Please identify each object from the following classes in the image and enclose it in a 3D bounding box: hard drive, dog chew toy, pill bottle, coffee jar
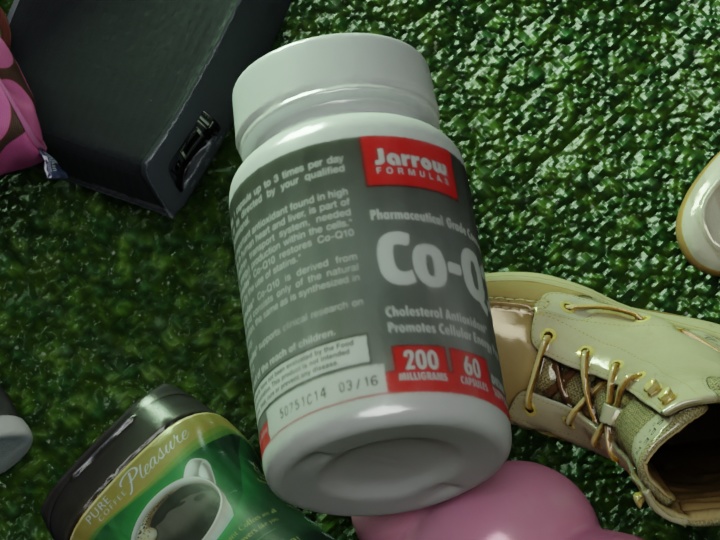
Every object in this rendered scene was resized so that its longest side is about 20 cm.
[{"bbox_3d":[-0.109,-0.138,1.519,0.134,0.042,0.201,19,73,19],"label":"hard drive"},{"bbox_3d":[0.073,0.147,1.404,0.124,0.125,0.200,-40,69,-11],"label":"dog chew toy"},{"bbox_3d":[0.000,0.000,1.370,0.113,0.114,0.201,-8,64,-2],"label":"pill bottle"},{"bbox_3d":[-0.058,0.144,1.390,0.104,0.085,0.200,-44,55,-5],"label":"coffee jar"}]

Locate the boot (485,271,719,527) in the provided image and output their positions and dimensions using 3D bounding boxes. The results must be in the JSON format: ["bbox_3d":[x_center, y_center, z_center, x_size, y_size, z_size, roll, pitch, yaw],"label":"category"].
[{"bbox_3d":[0.112,0.061,1.396,0.199,0.156,0.073,12,104,-7],"label":"boot"}]

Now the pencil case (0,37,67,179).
[{"bbox_3d":[-0.247,-0.042,1.434,0.199,0.094,0.091,-26,72,-3],"label":"pencil case"}]

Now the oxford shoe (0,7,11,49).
[{"bbox_3d":[-0.255,-0.068,1.506,0.200,0.075,0.071,-42,114,1],"label":"oxford shoe"}]

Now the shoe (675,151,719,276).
[{"bbox_3d":[0.242,-0.066,1.498,0.199,0.053,0.070,-33,75,-9],"label":"shoe"}]

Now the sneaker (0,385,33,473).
[{"bbox_3d":[-0.254,0.056,1.419,0.071,0.199,0.100,-46,62,32],"label":"sneaker"}]
